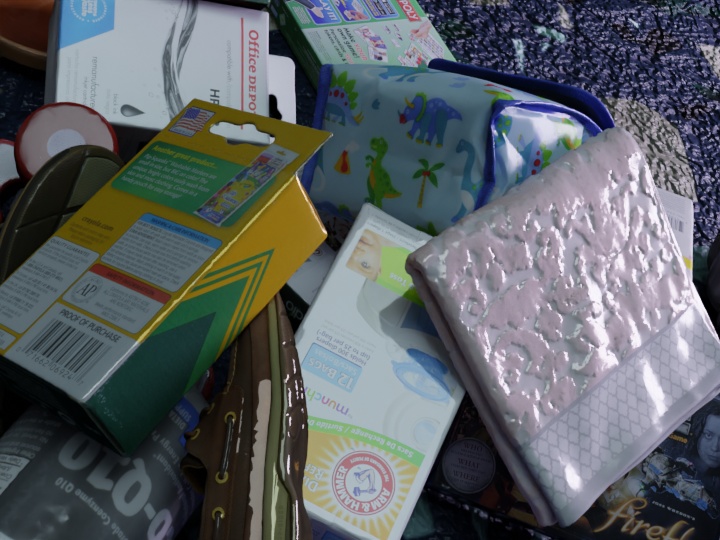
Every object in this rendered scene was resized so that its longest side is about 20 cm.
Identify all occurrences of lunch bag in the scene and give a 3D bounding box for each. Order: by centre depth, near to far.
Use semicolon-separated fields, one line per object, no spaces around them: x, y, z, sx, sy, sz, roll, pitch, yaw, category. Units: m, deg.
0.086;-0.080;0.870;0.169;0.128;0.199;20;11;41;lunch bag

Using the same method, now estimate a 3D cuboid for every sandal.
-0.204;0.013;0.725;0.054;0.201;0.082;31;13;32;sandal

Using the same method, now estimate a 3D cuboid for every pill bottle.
-0.168;0.144;0.662;0.113;0.114;0.200;31;48;5;pill bottle

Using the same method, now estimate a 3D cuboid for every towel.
0.141;0.030;0.763;0.200;0.032;0.192;-31;97;-33;towel

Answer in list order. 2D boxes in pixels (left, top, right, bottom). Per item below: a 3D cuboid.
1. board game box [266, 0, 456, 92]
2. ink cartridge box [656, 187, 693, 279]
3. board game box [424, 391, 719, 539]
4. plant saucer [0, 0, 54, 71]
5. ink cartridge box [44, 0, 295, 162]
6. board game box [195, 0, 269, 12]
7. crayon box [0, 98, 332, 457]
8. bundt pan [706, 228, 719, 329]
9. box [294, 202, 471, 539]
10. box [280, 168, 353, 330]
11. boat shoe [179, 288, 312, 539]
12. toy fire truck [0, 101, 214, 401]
0.009;-0.196;1.071;0.134;0.029;0.201;-11;57;-30;board game box
0.187;0.002;0.925;0.116;0.068;0.200;20;36;3;ink cartridge box
0.158;0.120;0.830;0.199;0.035;0.136;22;76;-4;board game box
-0.243;-0.231;0.995;0.199;0.032;0.201;12;48;-14;plant saucer
-0.133;-0.141;0.918;0.199;0.067;0.117;5;69;-21;ink cartridge box
-0.177;-0.219;0.929;0.199;0.105;0.024;6;92;-18;board game box
-0.109;-0.004;0.673;0.125;0.052;0.200;19;59;41;crayon box
0.372;0.024;1.007;0.201;0.076;0.203;12;49;-14;bundt pan
0.000;0.080;0.762;0.112;0.101;0.201;28;62;1;box
0.000;0.000;0.904;0.200;0.036;0.144;43;50;16;box
-0.063;0.094;0.644;0.067;0.072;0.201;-6;58;4;boat shoe
-0.174;0.000;0.794;0.199;0.112;0.169;20;66;-4;toy fire truck
